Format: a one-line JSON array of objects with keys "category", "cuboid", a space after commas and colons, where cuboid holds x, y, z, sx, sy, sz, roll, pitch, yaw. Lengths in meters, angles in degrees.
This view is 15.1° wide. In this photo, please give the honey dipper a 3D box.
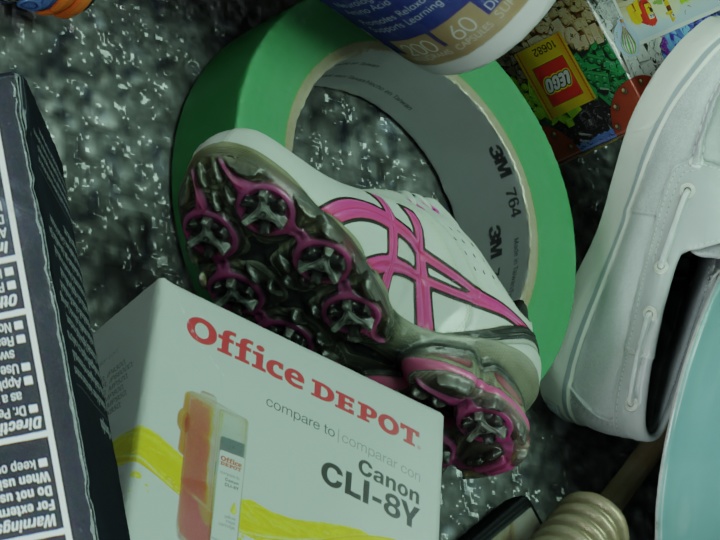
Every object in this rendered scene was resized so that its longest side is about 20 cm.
[{"category": "honey dipper", "cuboid": [0.129, 0.091, 1.259, 0.038, 0.038, 0.200, 58, 37, -8]}]

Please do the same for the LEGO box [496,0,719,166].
[{"category": "LEGO box", "cuboid": [0.134, -0.162, 1.351, 0.200, 0.077, 0.149, -37, 99, -44]}]

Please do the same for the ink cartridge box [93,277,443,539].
[{"category": "ink cartridge box", "cuboid": [-0.050, 0.123, 1.029, 0.145, 0.083, 0.200, 27, 45, -26]}]

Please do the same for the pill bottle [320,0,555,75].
[{"category": "pill bottle", "cuboid": [-0.009, -0.174, 1.129, 0.200, 0.111, 0.111, 31, 54, -33]}]

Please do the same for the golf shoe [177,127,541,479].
[{"category": "golf shoe", "cuboid": [0.000, 0.000, 1.106, 0.200, 0.073, 0.092, 44, 42, -34]}]

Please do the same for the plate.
[{"category": "plate", "cuboid": [0.189, 0.068, 1.268, 0.200, 0.026, 0.200, -37, 134, -51]}]

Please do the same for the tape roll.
[{"category": "tape roll", "cuboid": [0.009, -0.024, 1.202, 0.200, 0.048, 0.201, 17, 63, -37]}]

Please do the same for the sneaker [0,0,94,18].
[{"category": "sneaker", "cuboid": [-0.156, -0.201, 1.105, 0.078, 0.075, 0.200, -5, 75, -41]}]

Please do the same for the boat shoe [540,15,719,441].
[{"category": "boat shoe", "cuboid": [0.148, -0.017, 1.250, 0.072, 0.068, 0.200, 32, 82, -56]}]

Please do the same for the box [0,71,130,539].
[{"category": "box", "cuboid": [-0.182, 0.063, 0.876, 0.200, 0.123, 0.199, -11, 77, -2]}]

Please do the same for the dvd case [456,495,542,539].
[{"category": "dvd case", "cuboid": [0.046, 0.202, 1.165, 0.200, 0.018, 0.143, -34, 98, -44]}]
